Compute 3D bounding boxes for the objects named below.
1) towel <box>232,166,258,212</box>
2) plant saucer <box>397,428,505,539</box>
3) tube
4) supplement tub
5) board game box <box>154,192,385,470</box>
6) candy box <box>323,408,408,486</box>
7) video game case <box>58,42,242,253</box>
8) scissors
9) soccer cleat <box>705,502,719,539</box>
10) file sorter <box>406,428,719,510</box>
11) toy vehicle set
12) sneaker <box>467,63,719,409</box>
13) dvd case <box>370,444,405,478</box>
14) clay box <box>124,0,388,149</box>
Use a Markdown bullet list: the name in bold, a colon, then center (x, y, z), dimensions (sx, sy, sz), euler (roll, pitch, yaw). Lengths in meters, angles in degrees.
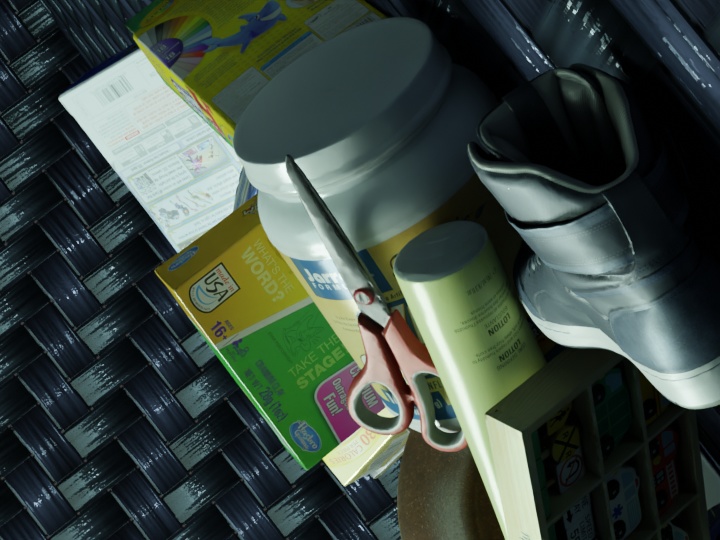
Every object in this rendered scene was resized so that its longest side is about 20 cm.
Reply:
- **towel**: center (-0.069, -0.052, 1.280), dimensions (0.200, 0.024, 0.147), euler (-88, 11, -57)
- **plant saucer**: center (0.120, 0.135, 1.098), dimensions (0.200, 0.200, 0.037), euler (53, 158, -6)
- **tube**: center (0.077, 0.067, 0.977), dimensions (0.052, 0.058, 0.200), euler (-90, -22, -58)
- **supplement tub**: center (0.033, -0.023, 1.034), dimensions (0.200, 0.145, 0.145), euler (56, 172, -29)
- **board game box**: center (0.000, 0.000, 1.138), dimensions (0.153, 0.200, 0.040), euler (55, 172, -27)
- **candy box**: center (0.018, 0.054, 1.392), dimensions (0.115, 0.200, 0.055), euler (50, -143, 14)
- **video game case**: center (-0.101, -0.104, 1.417), dimensions (0.200, 0.045, 0.181), euler (-23, 109, 37)
- **scissors**: center (0.014, 0.020, 0.971), dimensions (0.073, 0.014, 0.200), euler (6, 132, 23)
- **soccer cleat**: center (0.259, 0.218, 1.076), dimensions (0.200, 0.065, 0.084), euler (52, -173, 17)
- **file sorter**: center (0.138, 0.139, 1.211), dimensions (0.200, 0.139, 0.125), euler (53, 176, -4)
- **toy vehicle set**: center (0.131, 0.122, 1.005), dimensions (0.026, 0.124, 0.200), euler (25, 140, 42)
- **sneaker**: center (0.096, -0.029, 0.854), dimensions (0.146, 0.077, 0.202), euler (52, 172, -20)
- **dvd case**: center (0.023, 0.047, 1.434), dimensions (0.149, 0.200, 0.016), euler (51, -142, 10)
- **clay box**: center (-0.063, -0.142, 1.185), dimensions (0.200, 0.115, 0.048), euler (44, 170, 53)
